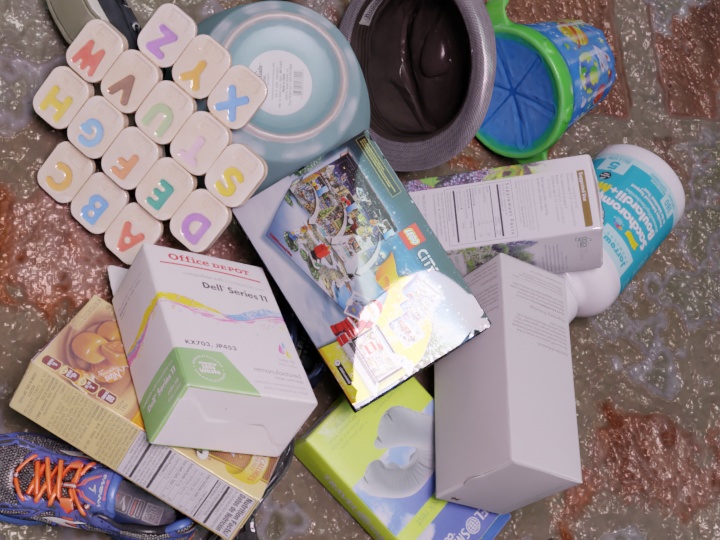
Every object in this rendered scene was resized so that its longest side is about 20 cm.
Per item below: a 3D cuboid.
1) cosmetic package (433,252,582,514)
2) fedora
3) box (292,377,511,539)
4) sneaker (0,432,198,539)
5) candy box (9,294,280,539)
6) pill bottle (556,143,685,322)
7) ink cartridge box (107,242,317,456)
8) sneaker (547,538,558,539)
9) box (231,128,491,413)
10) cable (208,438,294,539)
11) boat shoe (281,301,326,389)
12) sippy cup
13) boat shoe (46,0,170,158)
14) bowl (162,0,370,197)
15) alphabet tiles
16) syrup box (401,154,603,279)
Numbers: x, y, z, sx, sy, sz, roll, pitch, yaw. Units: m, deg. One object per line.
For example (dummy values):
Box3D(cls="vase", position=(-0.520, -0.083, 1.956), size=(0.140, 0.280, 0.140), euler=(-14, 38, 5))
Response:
Box3D(cls="cosmetic package", position=(0.125, 0.101, 0.986), size=(0.085, 0.108, 0.201), euler=(20, 56, -29))
Box3D(cls="fedora", position=(0.063, -0.197, 1.084), size=(0.090, 0.176, 0.201), euler=(-11, 95, -59))
Box3D(cls="box", position=(0.048, 0.188, 1.001), size=(0.200, 0.048, 0.122), euler=(48, 62, -4))
Box3D(cls="sneaker", position=(-0.214, 0.169, 0.870), size=(0.199, 0.078, 0.076), euler=(16, 68, -20))
Box3D(cls="candy box", position=(-0.159, 0.113, 0.881), size=(0.200, 0.055, 0.115), euler=(32, 27, -4))
Box3D(cls="pill bottle", position=(0.231, -0.029, 1.114), size=(0.111, 0.111, 0.200), euler=(47, 62, -5))
Box3D(cls="ink cartridge box", position=(-0.124, 0.048, 0.889), size=(0.117, 0.067, 0.200), euler=(13, 34, -35))
Box3D(cls="sneaker", position=(0.128, 0.300, 0.989), size=(0.199, 0.076, 0.115), euler=(5, 71, -26))
Box3D(cls="box", position=(0.000, 0.000, 0.946), size=(0.136, 0.038, 0.200), euler=(-31, 83, -8))
Box3D(cls="cable", position=(-0.105, 0.224, 0.936), size=(0.097, 0.050, 0.201), euler=(6, 59, -8))
Box3D(cls="boat shoe", position=(-0.025, 0.023, 1.005), size=(0.084, 0.069, 0.201), euler=(19, 68, -18))
Box3D(cls="sippy cup", position=(0.189, -0.198, 1.142), size=(0.140, 0.178, 0.130), euler=(34, 44, 30))
Box3D(cls="boat shoe", position=(-0.207, -0.183, 0.986), size=(0.066, 0.074, 0.200), euler=(-27, 85, -47))
Box3D(cls="bowl", position=(-0.077, -0.159, 0.994), size=(0.200, 0.105, 0.201), euler=(2, 81, -14))
Box3D(cls="alphabet tiles", position=(-0.177, -0.113, 0.932), size=(0.200, 0.015, 0.196), euler=(41, 101, 5))
Box3D(cls="syrup box", position=(0.120, -0.041, 1.024), size=(0.199, 0.079, 0.082), euler=(-9, 63, 9))
